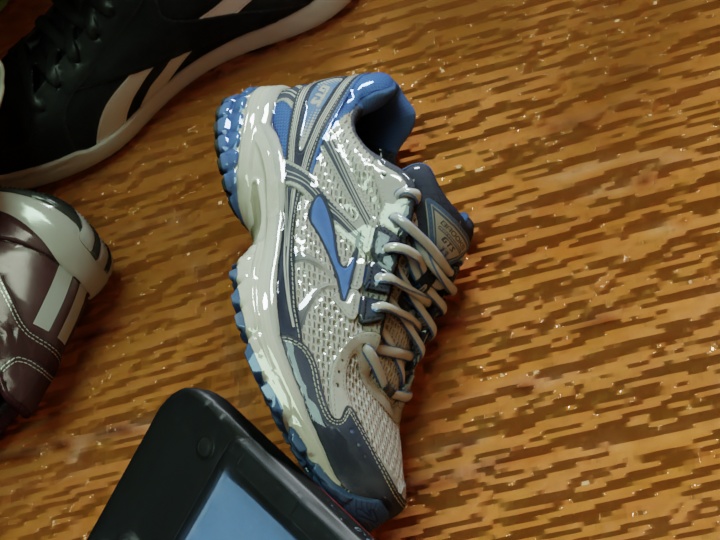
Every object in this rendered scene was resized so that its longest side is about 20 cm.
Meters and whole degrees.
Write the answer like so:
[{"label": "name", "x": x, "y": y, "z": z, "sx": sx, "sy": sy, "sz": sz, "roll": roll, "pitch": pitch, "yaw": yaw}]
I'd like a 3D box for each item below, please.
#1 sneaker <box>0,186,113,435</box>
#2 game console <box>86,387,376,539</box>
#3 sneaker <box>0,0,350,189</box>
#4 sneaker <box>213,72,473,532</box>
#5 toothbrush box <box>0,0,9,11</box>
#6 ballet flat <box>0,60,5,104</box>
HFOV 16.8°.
[{"label": "sneaker", "x": -0.203, "y": 0.022, "z": 0.979, "sx": 0.199, "sy": 0.076, "sz": 0.116, "roll": 4, "pitch": 64, "yaw": 28}, {"label": "game console", "x": -0.073, "y": 0.149, "z": 0.790, "sx": 0.200, "sy": 0.118, "sz": 0.173, "roll": 39, "pitch": 105, "yaw": 39}, {"label": "sneaker", "x": -0.105, "y": -0.119, "z": 0.998, "sx": 0.199, "sy": 0.112, "sz": 0.073, "roll": -30, "pitch": 49, "yaw": 5}, {"label": "sneaker", "x": 0.000, "y": 0.000, "z": 0.892, "sx": 0.085, "sy": 0.077, "sz": 0.201, "roll": -19, "pitch": 53, "yaw": 9}, {"label": "toothbrush box", "x": -0.198, "y": -0.201, "z": 1.116, "sx": 0.145, "sy": 0.086, "sz": 0.200, "roll": 27, "pitch": 73, "yaw": 35}, {"label": "ballet flat", "x": -0.175, "y": -0.099, "z": 0.980, "sx": 0.069, "sy": 0.070, "sz": 0.201, "roll": -17, "pitch": 53, "yaw": 15}]
